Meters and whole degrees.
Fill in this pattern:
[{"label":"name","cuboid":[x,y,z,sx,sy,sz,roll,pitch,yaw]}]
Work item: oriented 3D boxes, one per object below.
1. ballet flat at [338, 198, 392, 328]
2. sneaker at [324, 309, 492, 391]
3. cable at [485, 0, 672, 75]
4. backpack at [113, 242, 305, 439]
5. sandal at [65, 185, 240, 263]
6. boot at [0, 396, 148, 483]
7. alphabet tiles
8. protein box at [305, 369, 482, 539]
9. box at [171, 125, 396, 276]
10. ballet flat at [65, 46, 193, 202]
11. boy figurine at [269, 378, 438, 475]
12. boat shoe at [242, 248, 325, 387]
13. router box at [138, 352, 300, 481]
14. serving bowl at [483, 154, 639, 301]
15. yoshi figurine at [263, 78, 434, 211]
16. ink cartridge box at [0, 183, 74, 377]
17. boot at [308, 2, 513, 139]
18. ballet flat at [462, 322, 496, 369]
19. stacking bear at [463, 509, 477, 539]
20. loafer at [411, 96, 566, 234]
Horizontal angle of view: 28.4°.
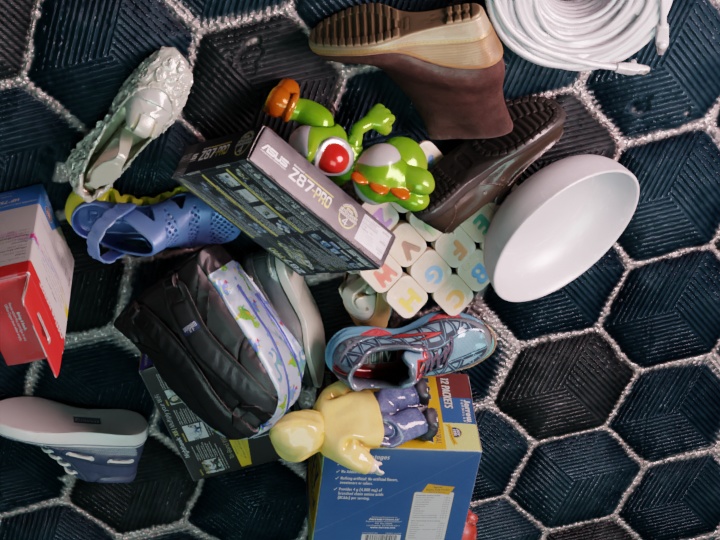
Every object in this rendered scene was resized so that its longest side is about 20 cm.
[{"label":"ballet flat","cuboid":[0.000,0.000,1.641,0.068,0.063,0.202,26,130,31]},{"label":"sneaker","cuboid":[0.063,0.106,1.638,0.197,0.096,0.080,-10,113,-10]},{"label":"cable","cuboid":[0.221,-0.297,1.431,0.197,0.070,0.202,1,127,-5]},{"label":"backpack","cuboid":[-0.152,0.090,1.607,0.163,0.153,0.201,-39,80,25]},{"label":"sandal","cuboid":[-0.228,-0.045,1.575,0.197,0.088,0.080,-3,127,-6]},{"label":"boot","cuboid":[-0.368,0.219,1.773,0.197,0.073,0.091,9,121,-14]},{"label":"alphabet tiles","cuboid":[0.091,-0.044,1.603,0.200,0.015,0.196,-45,122,-1]},{"label":"protein box","cuboid":[0.036,0.247,1.795,0.195,0.136,0.202,2,128,-7]},{"label":"box","cuboid":[-0.082,-0.068,1.515,0.199,0.050,0.160,38,154,-28]},{"label":"ballet flat","cuboid":[-0.242,-0.145,1.507,0.071,0.072,0.200,30,119,-26]},{"label":"boy figurine","cuboid":[-0.008,0.184,1.652,0.197,0.126,0.065,-12,153,-18]},{"label":"boat shoe","cuboid":[-0.087,0.055,1.682,0.061,0.073,0.202,-6,126,14]},{"label":"router box","cuboid":[-0.166,0.159,1.759,0.155,0.053,0.202,-14,128,6]},{"label":"serving bowl","cuboid":[0.213,-0.058,1.591,0.198,0.066,0.201,-27,149,-18]},{"label":"yoshi figurine","cuboid":[-0.010,-0.125,1.515,0.198,0.113,0.113,25,154,5]},{"label":"ink cartridge box","cuboid":[-0.363,0.015,1.534,0.066,0.201,0.117,-11,129,4]},{"label":"boot","cuboid":[0.055,-0.196,1.488,0.197,0.073,0.167,-2,138,15]},{"label":"ballet flat","cuboid":[0.065,0.094,1.726,0.197,0.065,0.072,-9,99,1]},{"label":"stacking bear","cuboid":[0.059,0.356,1.905,0.197,0.115,0.122,-9,137,-6]},{"label":"loafer","cuboid":[0.141,-0.114,1.556,0.199,0.073,0.071,-35,138,3]}]
